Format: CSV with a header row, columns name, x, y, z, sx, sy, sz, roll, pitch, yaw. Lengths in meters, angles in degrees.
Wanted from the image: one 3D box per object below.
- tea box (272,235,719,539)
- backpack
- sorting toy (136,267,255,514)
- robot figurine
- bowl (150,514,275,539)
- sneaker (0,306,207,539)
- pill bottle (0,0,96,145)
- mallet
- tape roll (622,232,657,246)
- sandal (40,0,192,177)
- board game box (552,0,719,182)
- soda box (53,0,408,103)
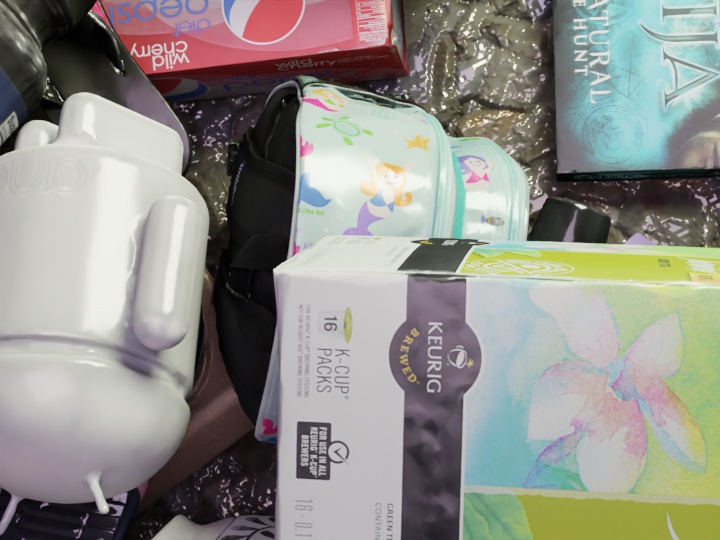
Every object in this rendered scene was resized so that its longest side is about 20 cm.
name,x,y,z,sx,sy,sz,roll,pitch,yaw
tea box,0.070,0.092,0.677,0.197,0.134,0.200,1,96,6
backpack,0.000,0.000,0.844,0.150,0.200,0.178,9,98,-3
sorting toy,-0.167,0.043,0.966,0.185,0.036,0.200,-36,85,1
robot figurine,-0.131,0.021,0.807,0.113,0.170,0.200,20,60,-33
bowl,-0.086,0.182,0.847,0.201,0.201,0.094,-45,87,-1
sneaker,-0.126,0.096,0.885,0.070,0.082,0.200,19,75,18
pill bottle,-0.221,-0.086,0.825,0.112,0.112,0.200,37,75,9
mallet,0.040,-0.039,0.952,0.200,0.041,0.066,27,87,13
tape roll,0.107,0.085,0.844,0.085,0.200,0.200,37,88,10
sandal,-0.161,-0.121,0.908,0.075,0.045,0.200,-41,80,2
board game box,0.172,-0.150,0.954,0.135,0.028,0.200,-2,82,7
soda box,-0.077,-0.132,0.957,0.200,0.070,0.063,-5,81,7
